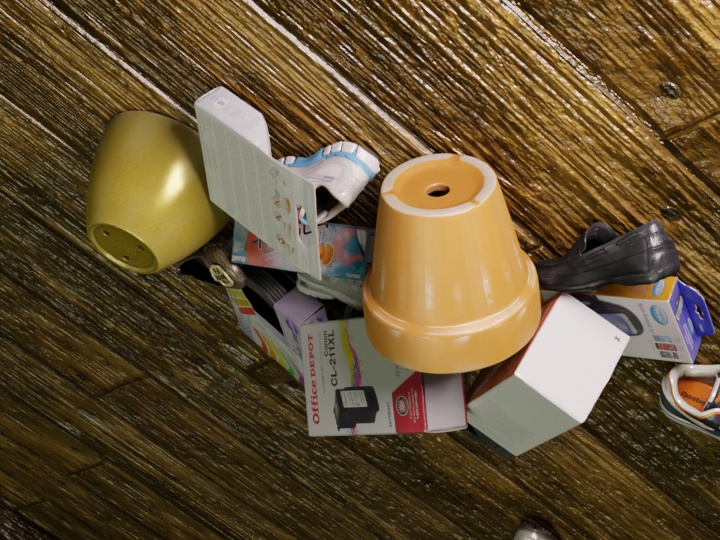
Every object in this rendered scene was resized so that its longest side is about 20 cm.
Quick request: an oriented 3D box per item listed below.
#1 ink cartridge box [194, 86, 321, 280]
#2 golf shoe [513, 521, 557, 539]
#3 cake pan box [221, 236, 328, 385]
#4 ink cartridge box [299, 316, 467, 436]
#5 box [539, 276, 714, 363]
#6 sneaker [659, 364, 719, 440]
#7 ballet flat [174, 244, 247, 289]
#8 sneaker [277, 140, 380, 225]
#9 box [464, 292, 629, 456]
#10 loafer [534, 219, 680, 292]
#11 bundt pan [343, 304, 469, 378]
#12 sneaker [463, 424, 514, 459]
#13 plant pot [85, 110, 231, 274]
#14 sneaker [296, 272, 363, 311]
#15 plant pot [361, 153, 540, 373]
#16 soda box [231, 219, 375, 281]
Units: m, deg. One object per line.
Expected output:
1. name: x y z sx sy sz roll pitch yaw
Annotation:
1. ink cartridge box: -0.104 -0.100 1.547 0.200 0.047 0.160 35 148 29
2. golf shoe: 0.278 0.484 2.196 0.073 0.092 0.200 18 148 19
3. cake pan box: -0.108 0.063 1.820 0.184 0.052 0.200 37 157 29
4. ink cartridge box: 0.025 0.127 1.638 0.200 0.146 0.083 -9 174 43
5. box: 0.303 0.052 1.551 0.200 0.042 0.119 7 145 35
6. sneaker: 0.447 0.167 1.576 0.200 0.078 0.079 16 154 21
7. ballet flat: -0.202 -0.002 1.761 0.067 0.046 0.200 60 161 -20
8. sneaker: -0.064 -0.088 1.579 0.075 0.087 0.200 38 150 -22
9. box: 0.209 0.125 1.574 0.097 0.124 0.200 35 155 -3
10. loafer: 0.262 -0.018 1.461 0.200 0.068 0.070 -10 98 56
11. bundt pan: 0.063 0.091 1.768 0.202 0.076 0.202 20 150 12
12. sneaker: 0.197 0.200 1.825 0.091 0.076 0.200 24 149 -7
13. plant pot: -0.265 -0.081 1.693 0.200 0.142 0.200 19 149 12
14. sneaker: 0.000 0.000 1.669 0.200 0.075 0.082 9 114 31
15. plant pot: 0.093 -0.020 1.475 0.200 0.200 0.183 11 130 26
16. soda box: -0.060 -0.029 1.638 0.200 0.064 0.068 8 -175 32
